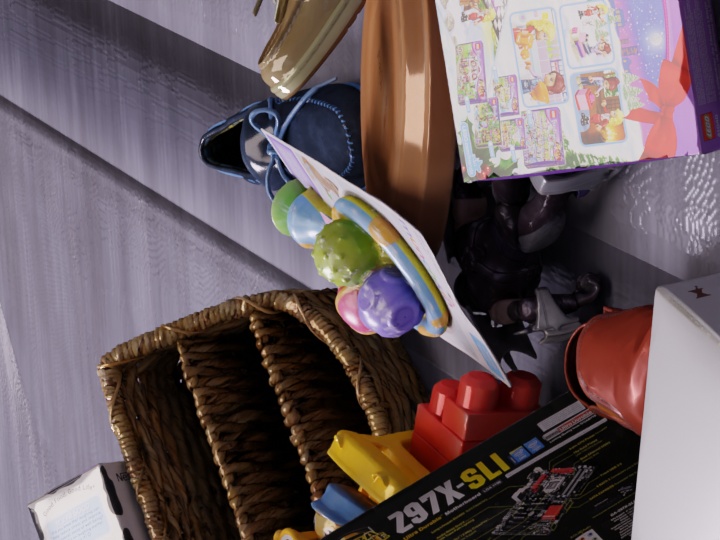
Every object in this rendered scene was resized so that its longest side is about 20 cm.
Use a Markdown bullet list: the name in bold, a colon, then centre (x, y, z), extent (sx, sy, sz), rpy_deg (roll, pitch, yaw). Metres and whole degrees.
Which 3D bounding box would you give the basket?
- **basket**: centre (-0.045, 0.114, 1.790), extent (0.143, 0.149, 0.201), rpy_deg (-31, 70, 36)

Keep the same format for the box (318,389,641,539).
- **box**: centre (0.083, 0.155, 1.499), extent (0.160, 0.200, 0.049), rpy_deg (43, 160, 53)

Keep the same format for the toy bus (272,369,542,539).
- **toy bus**: centre (0.033, 0.144, 1.626), extent (0.136, 0.199, 0.193), rpy_deg (41, 129, 54)

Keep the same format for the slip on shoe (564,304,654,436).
- **slip on shoe**: centre (0.136, 0.048, 1.421), extent (0.200, 0.061, 0.074), rpy_deg (161, 119, -87)

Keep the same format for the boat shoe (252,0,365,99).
- **boat shoe**: centre (-0.016, -0.193, 1.614), extent (0.201, 0.063, 0.073), rpy_deg (-65, 13, -6)

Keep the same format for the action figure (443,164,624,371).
- **action figure**: centre (0.090, -0.030, 1.572), extent (0.130, 0.069, 0.200), rpy_deg (58, 154, 25)

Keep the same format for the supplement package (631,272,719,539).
- **supplement package**: centre (0.202, 0.106, 1.310), extent (0.117, 0.116, 0.201), rpy_deg (-133, 37, -51)

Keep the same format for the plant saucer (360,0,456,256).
- **plant saucer**: centre (0.025, -0.104, 1.645), extent (0.200, 0.032, 0.201), rpy_deg (-179, 90, -82)

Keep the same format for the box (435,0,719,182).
- **box**: centre (0.102, -0.150, 1.432), extent (0.136, 0.039, 0.201), rpy_deg (-5, 97, 33)

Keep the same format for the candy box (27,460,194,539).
- **candy box**: centre (-0.102, 0.218, 1.836), extent (0.071, 0.167, 0.201), rpy_deg (-31, 74, 33)

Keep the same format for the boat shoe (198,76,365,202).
- **boat shoe**: centre (-0.045, -0.073, 1.850), extent (0.200, 0.068, 0.085), rpy_deg (-16, 86, 67)

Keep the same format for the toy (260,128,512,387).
- **toy**: centre (0.000, 0.000, 1.625), extent (0.115, 0.047, 0.200), rpy_deg (57, 171, -32)
